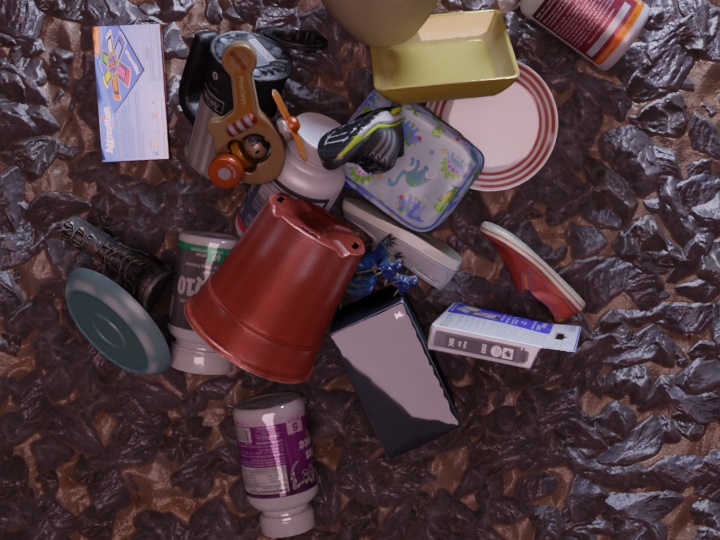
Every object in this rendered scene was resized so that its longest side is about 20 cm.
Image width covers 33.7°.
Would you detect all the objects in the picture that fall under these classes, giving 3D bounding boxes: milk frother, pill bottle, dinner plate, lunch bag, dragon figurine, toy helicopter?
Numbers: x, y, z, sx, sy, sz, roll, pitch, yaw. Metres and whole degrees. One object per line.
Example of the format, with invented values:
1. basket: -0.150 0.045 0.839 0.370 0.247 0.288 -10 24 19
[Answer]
1. milk frother: -0.148 -0.252 1.716 0.200 0.181 0.188 -3 136 -27
2. pill bottle: -0.090 -0.121 1.692 0.119 0.120 0.200 29 126 -3
3. pill bottle: 0.304 -0.387 1.703 0.200 0.113 0.113 35 96 -4
4. pill bottle: -0.123 0.292 1.784 0.112 0.112 0.200 -9 97 1
5. dinner plate: 0.193 -0.218 1.768 0.200 0.024 0.200 0 97 -1
6. lunch bag: 0.064 -0.160 1.729 0.200 0.082 0.161 37 101 7
7. pill bottle: -0.224 0.046 1.754 0.113 0.113 0.200 7 97 -1
8. dragon figurine: 0.000 0.000 1.717 0.200 0.099 0.059 -7 118 32
9. toy helicopter: -0.140 -0.207 1.575 0.132 0.079 0.200 -1 120 7

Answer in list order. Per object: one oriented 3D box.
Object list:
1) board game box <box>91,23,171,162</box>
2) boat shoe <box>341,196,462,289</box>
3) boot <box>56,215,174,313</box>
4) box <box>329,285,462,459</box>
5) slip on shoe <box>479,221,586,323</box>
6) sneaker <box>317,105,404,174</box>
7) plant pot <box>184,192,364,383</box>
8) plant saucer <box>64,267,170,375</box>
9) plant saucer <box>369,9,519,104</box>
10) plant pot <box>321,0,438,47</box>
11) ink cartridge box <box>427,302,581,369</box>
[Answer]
1. board game box: -0.340 -0.263 1.764 0.103 0.019 0.200 -3 97 -1
2. boat shoe: 0.051 -0.037 1.765 0.201 0.070 0.072 30 107 2
3. boot: -0.359 -0.017 1.710 0.174 0.200 0.069 31 91 -11
4. box: 0.048 0.139 1.723 0.123 0.198 0.200 -25 96 3
5. slip on shoe: 0.249 0.003 1.773 0.200 0.074 0.061 43 98 -10
6. sneaker: 0.012 -0.166 1.605 0.074 0.200 0.081 -10 105 34
7. plant pot: -0.103 0.015 1.600 0.201 0.201 0.195 31 107 -4
8. plant saucer: -0.360 0.082 1.726 0.200 0.200 0.027 47 59 -5
9. plant saucer: 0.115 -0.299 1.695 0.200 0.200 0.048 -5 130 1
10. plant pot: 0.029 -0.397 1.680 0.200 0.200 0.135 -5 130 0
11. ink cartridge box: 0.210 0.096 1.696 0.200 0.198 0.043 10 99 12
